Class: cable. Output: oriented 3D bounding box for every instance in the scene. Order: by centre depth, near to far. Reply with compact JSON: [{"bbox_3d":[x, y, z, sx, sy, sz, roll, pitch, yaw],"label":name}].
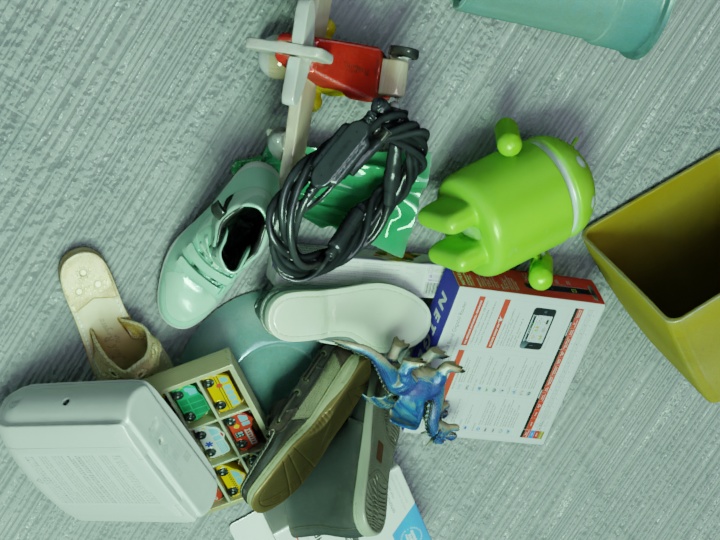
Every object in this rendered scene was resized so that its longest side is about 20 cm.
[{"bbox_3d":[-0.015,-0.073,1.553,0.201,0.051,0.163,-53,154,5],"label":"cable"}]

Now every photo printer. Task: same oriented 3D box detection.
[{"bbox_3d":[-0.262,0.184,1.599,0.167,0.198,0.070,58,41,-34],"label":"photo printer"}]

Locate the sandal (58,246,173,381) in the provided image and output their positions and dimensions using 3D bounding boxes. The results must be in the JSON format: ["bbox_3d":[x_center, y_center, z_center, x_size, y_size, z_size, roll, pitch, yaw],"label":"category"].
[{"bbox_3d":[-0.245,0.079,1.618,0.077,0.070,0.213,-28,115,-6],"label":"sandal"}]

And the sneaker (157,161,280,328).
[{"bbox_3d":[-0.150,-0.009,1.578,0.073,0.118,0.201,31,111,-10],"label":"sneaker"}]

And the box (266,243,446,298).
[{"bbox_3d":[0.000,0.000,1.691,0.198,0.039,0.042,3,108,-20],"label":"box"}]

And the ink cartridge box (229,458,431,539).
[{"bbox_3d":[-0.033,0.295,1.774,0.198,0.067,0.117,-28,116,-7],"label":"ink cartridge box"}]

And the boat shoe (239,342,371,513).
[{"bbox_3d":[-0.066,0.161,1.649,0.200,0.064,0.074,-50,152,-25],"label":"boat shoe"}]

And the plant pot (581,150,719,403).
[{"bbox_3d":[0.392,0.021,1.758,0.199,0.200,0.177,-29,128,-6],"label":"plant pot"}]

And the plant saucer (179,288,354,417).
[{"bbox_3d":[-0.095,0.121,1.704,0.199,0.039,0.203,-6,111,-17],"label":"plant saucer"}]

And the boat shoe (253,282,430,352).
[{"bbox_3d":[-0.019,0.044,1.668,0.198,0.062,0.074,3,97,-30],"label":"boat shoe"}]

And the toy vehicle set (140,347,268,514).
[{"bbox_3d":[-0.159,0.174,1.664,0.123,0.027,0.201,-20,132,3],"label":"toy vehicle set"}]

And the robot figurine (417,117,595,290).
[{"bbox_3d":[0.161,-0.069,1.668,0.199,0.115,0.177,-25,109,-23],"label":"robot figurine"}]

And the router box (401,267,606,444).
[{"bbox_3d":[0.151,0.094,1.744,0.178,0.049,0.202,8,122,-21],"label":"router box"}]

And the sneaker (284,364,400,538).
[{"bbox_3d":[-0.023,0.191,1.709,0.105,0.202,0.075,-8,141,24],"label":"sneaker"}]

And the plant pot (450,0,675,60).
[{"bbox_3d":[0.193,-0.320,1.563,0.194,0.200,0.203,6,108,-12],"label":"plant pot"}]

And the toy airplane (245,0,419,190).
[{"bbox_3d":[-0.051,-0.202,1.543,0.200,0.140,0.200,-50,136,-32],"label":"toy airplane"}]

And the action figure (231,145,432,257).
[{"bbox_3d":[-0.036,-0.089,1.638,0.198,0.055,0.119,11,107,-15],"label":"action figure"}]

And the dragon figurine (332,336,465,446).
[{"bbox_3d":[0.043,0.128,1.649,0.199,0.059,0.100,12,108,-44],"label":"dragon figurine"}]
